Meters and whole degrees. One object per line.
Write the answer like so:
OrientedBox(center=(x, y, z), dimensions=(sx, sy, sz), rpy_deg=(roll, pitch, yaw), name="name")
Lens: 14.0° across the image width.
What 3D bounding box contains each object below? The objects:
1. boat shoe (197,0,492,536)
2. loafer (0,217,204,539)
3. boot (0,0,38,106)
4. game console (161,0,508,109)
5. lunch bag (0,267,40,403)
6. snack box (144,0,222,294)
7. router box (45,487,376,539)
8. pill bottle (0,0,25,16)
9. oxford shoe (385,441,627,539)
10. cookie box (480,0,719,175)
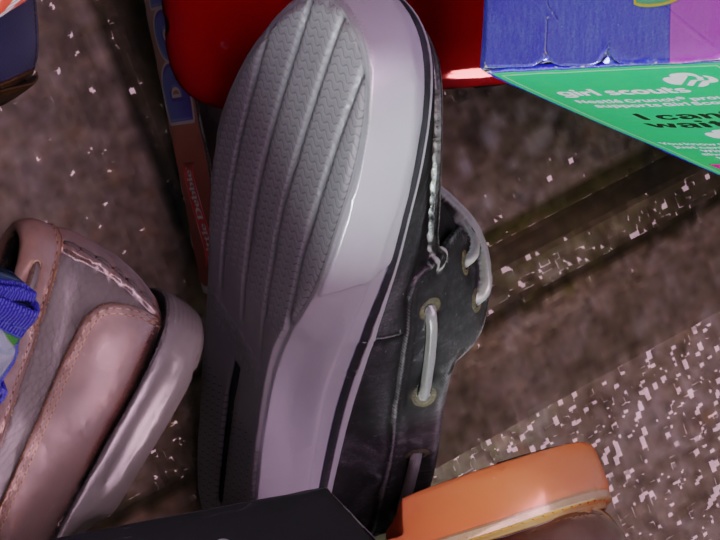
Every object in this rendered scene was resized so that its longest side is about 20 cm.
OrientedBox(center=(0.000, 0.000, 0.812), dimensions=(0.071, 0.072, 0.200), rpy_deg=(-10, 138, -24), name="boat shoe")
OrientedBox(center=(-0.117, 0.078, 0.787), dimensions=(0.063, 0.072, 0.200), rpy_deg=(38, 70, -24), name="loafer")
OrientedBox(center=(-0.153, -0.122, 0.786), dimensions=(0.097, 0.075, 0.200), rpy_deg=(-17, 93, -50), name="boot")
OrientedBox(center=(0.029, -0.152, 0.846), dimensions=(0.172, 0.119, 0.200), rpy_deg=(-5, 92, 7), name="game console")
OrientedBox(center=(-0.198, 0.036, 0.697), dimensions=(0.200, 0.127, 0.170), rpy_deg=(29, 98, -31), name="lunch bag")
OrientedBox(center=(-0.031, -0.097, 0.864), dimensions=(0.072, 0.024, 0.200), rpy_deg=(-14, 96, -30), name="snack box")
OrientedBox(center=(-0.092, 0.142, 0.721), dimensions=(0.200, 0.051, 0.149), rpy_deg=(-9, 123, -30), name="router box")
OrientedBox(center=(-0.104, -0.115, 0.701), dimensions=(0.200, 0.111, 0.112), rpy_deg=(-40, 109, -43), name="pill bottle")
OrientedBox(center=(-0.014, 0.116, 0.812), dimensions=(0.200, 0.071, 0.073), rpy_deg=(-22, 77, -2), name="oxford shoe")
OrientedBox(center=(0.116, -0.114, 0.807), dimensions=(0.200, 0.075, 0.171), rpy_deg=(16, 74, -54), name="cookie box")
